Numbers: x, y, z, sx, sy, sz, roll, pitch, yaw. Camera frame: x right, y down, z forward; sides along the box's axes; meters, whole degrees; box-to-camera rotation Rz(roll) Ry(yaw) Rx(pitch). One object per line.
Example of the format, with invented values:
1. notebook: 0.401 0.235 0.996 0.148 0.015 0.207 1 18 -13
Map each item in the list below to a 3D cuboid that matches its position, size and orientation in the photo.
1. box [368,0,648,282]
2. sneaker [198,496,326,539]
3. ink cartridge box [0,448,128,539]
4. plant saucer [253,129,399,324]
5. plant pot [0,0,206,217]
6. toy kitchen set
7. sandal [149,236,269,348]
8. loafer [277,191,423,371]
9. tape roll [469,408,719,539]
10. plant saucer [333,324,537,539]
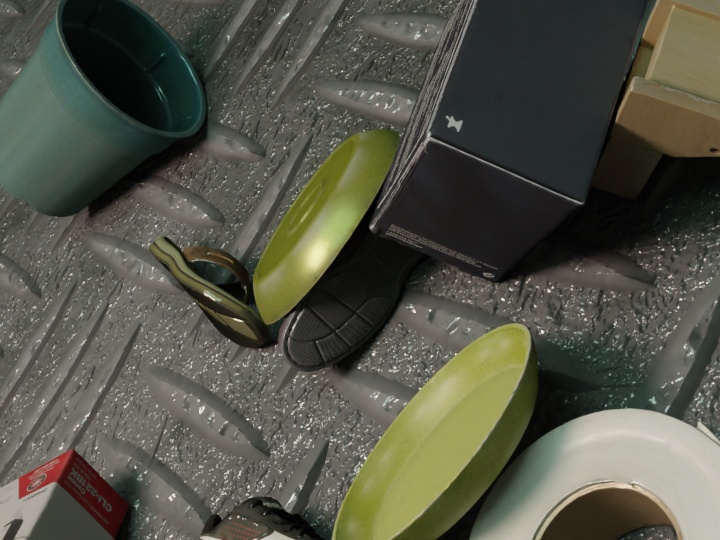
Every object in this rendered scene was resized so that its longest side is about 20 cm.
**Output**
1. box: 0.108 -0.123 0.884 0.199 0.122 0.202 121 170 -72
2. sneaker: -0.058 0.216 0.902 0.199 0.071 0.099 -13 56 38
3. ink cartridge box: -0.304 0.272 1.033 0.143 0.084 0.201 -29 24 25
4. plant saucer: -0.037 -0.046 1.032 0.201 0.031 0.200 -53 12 17
5. plant pot: -0.311 -0.174 1.337 0.195 0.199 0.202 -37 42 28
6. toy kitchen set: 0.288 -0.130 0.828 0.198 0.181 0.165 20 76 7
7. sandal: -0.141 0.005 1.131 0.057 0.080 0.201 -41 39 -8
8. loafer: 0.000 0.000 1.018 0.201 0.072 0.063 -51 21 -7
9. tape roll: 0.161 0.188 0.719 0.201 0.071 0.204 -24 47 29
10. plant saucer: 0.057 0.124 0.823 0.200 0.031 0.200 -47 9 10
